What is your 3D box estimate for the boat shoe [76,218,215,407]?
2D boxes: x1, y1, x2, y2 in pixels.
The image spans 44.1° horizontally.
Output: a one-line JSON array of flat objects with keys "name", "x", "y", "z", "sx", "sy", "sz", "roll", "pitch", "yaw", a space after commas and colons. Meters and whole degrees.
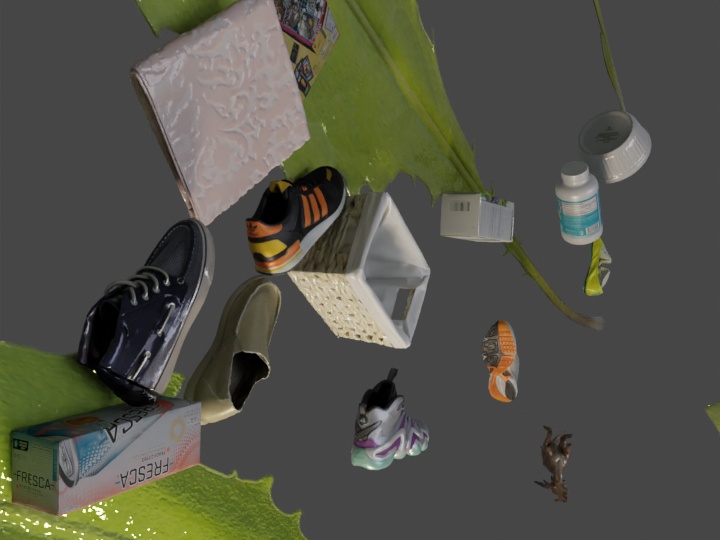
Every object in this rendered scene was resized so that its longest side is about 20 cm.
[{"name": "boat shoe", "x": -0.209, "y": 0.025, "z": 0.878, "sx": 0.093, "sy": 0.073, "sz": 0.204, "roll": 49, "pitch": 49, "yaw": -56}]

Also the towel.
[{"name": "towel", "x": -0.146, "y": -0.181, "z": 0.979, "sx": 0.200, "sy": 0.032, "sz": 0.194, "roll": -44, "pitch": 134, "yaw": -34}]

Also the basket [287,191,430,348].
[{"name": "basket", "x": 0.000, "y": 0.000, "z": 1.224, "sx": 0.201, "sy": 0.121, "sz": 0.138, "roll": 57, "pitch": 45, "yaw": -50}]

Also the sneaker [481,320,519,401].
[{"name": "sneaker", "x": 0.302, "y": 0.177, "z": 1.891, "sx": 0.093, "sy": 0.074, "sz": 0.203, "roll": -63, "pitch": 152, "yaw": -50}]

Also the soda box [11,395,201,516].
[{"name": "soda box", "x": -0.237, "y": 0.172, "z": 0.856, "sx": 0.199, "sy": 0.062, "sz": 0.070, "roll": -6, "pitch": 99, "yaw": -63}]

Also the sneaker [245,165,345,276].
[{"name": "sneaker", "x": -0.079, "y": -0.087, "z": 1.117, "sx": 0.201, "sy": 0.069, "sz": 0.091, "roll": -58, "pitch": 143, "yaw": -40}]

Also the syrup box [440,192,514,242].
[{"name": "syrup box", "x": 0.225, "y": -0.099, "z": 1.687, "sx": 0.199, "sy": 0.077, "sz": 0.083, "roll": 1, "pitch": 92, "yaw": -62}]

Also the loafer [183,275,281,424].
[{"name": "loafer", "x": -0.133, "y": 0.094, "z": 1.037, "sx": 0.076, "sy": 0.067, "sz": 0.202, "roll": 61, "pitch": 41, "yaw": -45}]

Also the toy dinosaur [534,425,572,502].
[{"name": "toy dinosaur", "x": 0.493, "y": 0.489, "z": 2.276, "sx": 0.200, "sy": 0.084, "sz": 0.138, "roll": -62, "pitch": 157, "yaw": -66}]

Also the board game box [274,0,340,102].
[{"name": "board game box", "x": -0.096, "y": -0.283, "z": 1.100, "sx": 0.202, "sy": 0.034, "sz": 0.137, "roll": -66, "pitch": 146, "yaw": -33}]

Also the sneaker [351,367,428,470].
[{"name": "sneaker", "x": 0.055, "y": 0.222, "z": 1.402, "sx": 0.199, "sy": 0.076, "sz": 0.143, "roll": -9, "pitch": 102, "yaw": -62}]

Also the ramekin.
[{"name": "ramekin", "x": 0.682, "y": -0.346, "z": 2.420, "sx": 0.094, "sy": 0.199, "sz": 0.205, "roll": 46, "pitch": 52, "yaw": -40}]

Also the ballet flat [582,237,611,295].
[{"name": "ballet flat", "x": 0.708, "y": -0.015, "z": 2.631, "sx": 0.067, "sy": 0.066, "sz": 0.203, "roll": 52, "pitch": 48, "yaw": -50}]

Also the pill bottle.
[{"name": "pill bottle", "x": 0.561, "y": -0.176, "z": 2.287, "sx": 0.111, "sy": 0.109, "sz": 0.203, "roll": -56, "pitch": 140, "yaw": -44}]
